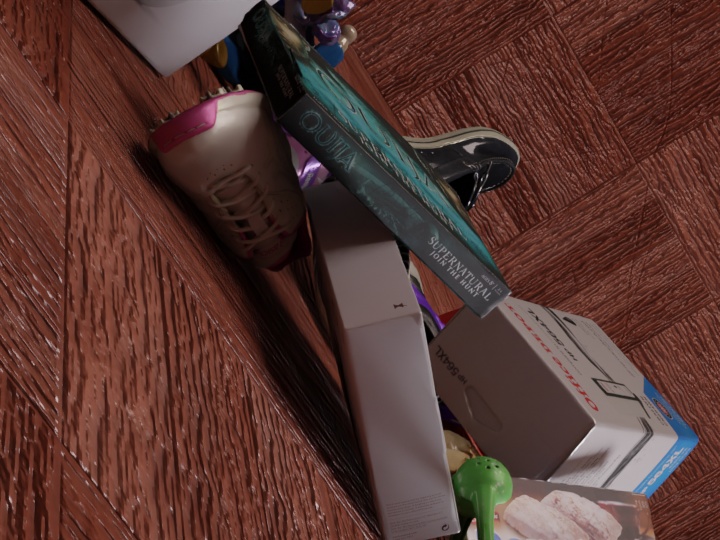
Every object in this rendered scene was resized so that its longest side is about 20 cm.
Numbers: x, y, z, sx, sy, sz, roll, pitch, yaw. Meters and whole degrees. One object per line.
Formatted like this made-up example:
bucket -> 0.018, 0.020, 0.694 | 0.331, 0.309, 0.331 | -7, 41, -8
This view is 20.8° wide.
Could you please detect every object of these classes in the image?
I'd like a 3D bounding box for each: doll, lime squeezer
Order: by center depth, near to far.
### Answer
lime squeezer -> 0.073, 0.151, 1.205 | 0.200, 0.037, 0.071 | 123, -41, -81
doll -> -0.069, -0.203, 1.625 | 0.048, 0.135, 0.202 | 145, -54, -66

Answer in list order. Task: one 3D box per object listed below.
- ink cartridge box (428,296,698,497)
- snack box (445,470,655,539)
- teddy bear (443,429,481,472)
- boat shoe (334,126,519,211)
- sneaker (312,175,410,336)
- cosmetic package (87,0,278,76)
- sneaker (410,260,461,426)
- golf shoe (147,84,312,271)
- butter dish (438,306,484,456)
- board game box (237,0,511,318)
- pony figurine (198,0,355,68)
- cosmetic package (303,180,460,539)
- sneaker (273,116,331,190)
ink cartridge box -> 0.154, 0.102, 1.513 | 0.146, 0.084, 0.200 | 50, 18, 27
snack box -> 0.135, 0.185, 1.371 | 0.199, 0.024, 0.072 | 12, 61, -41
teddy bear -> 0.099, 0.199, 1.418 | 0.200, 0.067, 0.145 | 49, 5, -21
boat shoe -> 0.057, -0.062, 1.430 | 0.199, 0.075, 0.062 | -9, 62, -55
sneaker -> 0.000, 0.000, 1.464 | 0.201, 0.070, 0.094 | -96, -177, -47
cosmetic package -> -0.104, -0.258, 1.258 | 0.124, 0.199, 0.199 | 62, 6, 23
sneaker -> 0.053, 0.081, 1.568 | 0.200, 0.069, 0.100 | 50, 18, -36
golf shoe -> -0.068, -0.052, 1.177 | 0.092, 0.075, 0.200 | 65, 8, 11
butter dish -> 0.147, 0.108, 1.771 | 0.200, 0.147, 0.201 | 50, 11, -50
board game box -> 0.008, -0.070, 1.215 | 0.200, 0.028, 0.136 | 43, 13, -33
pony figurine -> -0.068, -0.249, 1.527 | 0.167, 0.192, 0.201 | 65, 9, -47
cosmetic package -> 0.011, 0.050, 1.207 | 0.200, 0.051, 0.152 | -108, -171, -64
sneaker -> -0.048, -0.089, 1.427 | 0.081, 0.088, 0.200 | 57, 6, -8
